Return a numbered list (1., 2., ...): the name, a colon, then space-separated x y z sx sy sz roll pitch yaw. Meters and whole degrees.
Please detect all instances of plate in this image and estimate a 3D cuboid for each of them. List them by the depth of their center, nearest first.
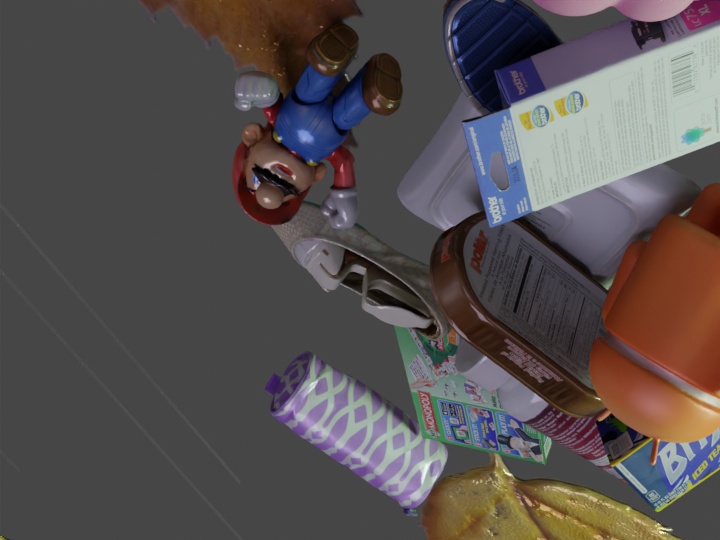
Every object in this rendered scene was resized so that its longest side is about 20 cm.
1. plate: 0.141 -0.054 1.169 0.198 0.033 0.200 30 146 -4

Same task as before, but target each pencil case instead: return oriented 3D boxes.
1. pencil case: -0.001 0.165 1.516 0.199 0.084 0.085 38 168 -14

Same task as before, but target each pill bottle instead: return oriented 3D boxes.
1. pill bottle: 0.187 0.095 1.257 0.198 0.111 0.109 30 146 -13

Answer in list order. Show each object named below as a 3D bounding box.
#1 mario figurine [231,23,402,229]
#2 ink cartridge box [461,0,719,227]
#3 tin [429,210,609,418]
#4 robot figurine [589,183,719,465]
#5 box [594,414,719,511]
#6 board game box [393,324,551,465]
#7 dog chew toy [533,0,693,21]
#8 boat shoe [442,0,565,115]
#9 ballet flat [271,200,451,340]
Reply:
1. mario figurine: -0.046 -0.096 1.165 0.124 0.105 0.200 58 139 14
2. ink cartridge box: 0.164 -0.108 0.970 0.198 0.042 0.120 -23 144 1
3. tin: 0.142 0.033 1.158 0.199 0.113 0.042 36 136 -17
4. robot figurine: 0.243 0.040 1.082 0.143 0.202 0.116 30 -173 17
5. box: 0.287 0.099 1.159 0.199 0.065 0.070 -39 116 17
6. board game box: 0.109 0.107 1.406 0.133 0.029 0.201 11 143 22
7. dog chew toy: 0.125 -0.214 0.895 0.197 0.126 0.125 20 147 -6
8. boat shoe: 0.111 -0.137 1.011 0.072 0.073 0.200 -35 135 14
9. ballet flat: 0.000 0.000 1.305 0.198 0.063 0.068 25 143 2
